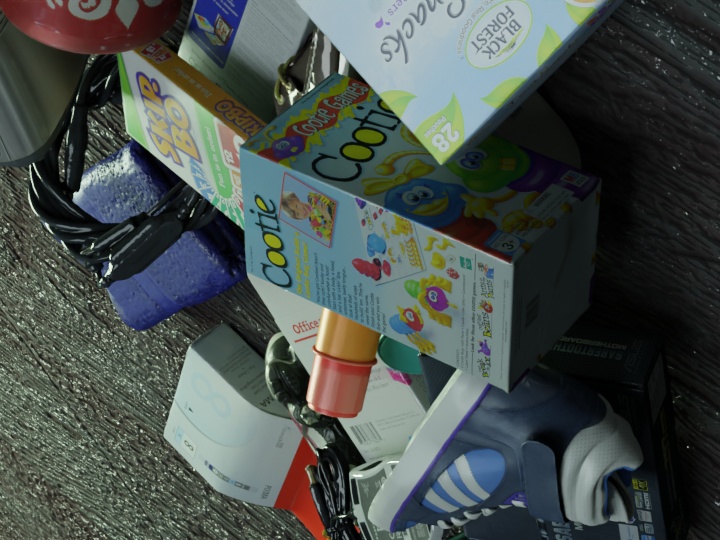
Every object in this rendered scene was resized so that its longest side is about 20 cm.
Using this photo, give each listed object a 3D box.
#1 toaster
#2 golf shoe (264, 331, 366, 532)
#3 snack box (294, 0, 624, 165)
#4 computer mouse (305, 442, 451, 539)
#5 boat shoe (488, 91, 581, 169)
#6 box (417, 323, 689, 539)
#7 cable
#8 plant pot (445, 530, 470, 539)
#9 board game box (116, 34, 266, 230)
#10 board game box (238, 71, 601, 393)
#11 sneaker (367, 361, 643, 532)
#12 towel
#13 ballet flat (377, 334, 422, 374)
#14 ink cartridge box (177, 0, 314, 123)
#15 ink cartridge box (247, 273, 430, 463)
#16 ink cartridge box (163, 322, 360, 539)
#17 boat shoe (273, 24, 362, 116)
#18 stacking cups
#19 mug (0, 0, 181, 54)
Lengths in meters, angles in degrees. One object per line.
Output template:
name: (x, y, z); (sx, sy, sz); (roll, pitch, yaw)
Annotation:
toaster: (-0.279, -0.182, 1.507); (0.113, 0.201, 0.129); (0, 139, 19)
golf shoe: (-0.008, 0.128, 1.593); (0.200, 0.077, 0.088); (59, 175, -17)
snack box: (0.046, -0.192, 1.149); (0.200, 0.068, 0.169); (47, 119, 5)
computer mouse: (0.024, 0.175, 1.467); (0.200, 0.044, 0.110); (-19, 85, 62)
boat shoe: (0.061, -0.122, 1.261); (0.200, 0.072, 0.068); (48, 144, -11)
box: (0.134, 0.117, 1.345); (0.157, 0.051, 0.201); (9, 137, 24)
cable: (-0.172, -0.094, 1.535); (0.200, 0.051, 0.164); (-42, 65, 24)
plant pot: (0.083, 0.287, 1.511); (0.161, 0.200, 0.200); (62, 148, 6)
board game box: (-0.113, -0.097, 1.418); (0.200, 0.030, 0.096); (41, 149, 32)
board game box: (0.036, -0.028, 1.228); (0.199, 0.103, 0.105); (24, 136, 26)
sneaker: (0.100, 0.140, 1.285); (0.146, 0.081, 0.200); (33, 136, 3)
towel: (-0.178, -0.033, 1.660); (0.148, 0.050, 0.200); (51, 147, -11)
ballet flat: (0.086, 0.015, 1.354); (0.070, 0.069, 0.200); (54, 140, -3)
ink cartridge box: (-0.071, -0.182, 1.392); (0.095, 0.037, 0.200); (45, 149, 13)
ink cartridge box: (0.014, 0.058, 1.482); (0.200, 0.068, 0.115); (57, 147, -8)
ink cartridge box: (-0.080, 0.161, 1.716); (0.200, 0.047, 0.160); (45, 146, 16)
boat shoe: (-0.032, -0.112, 1.366); (0.059, 0.072, 0.200); (15, 143, 6)
stacking cups: (0.000, 0.000, 1.367); (0.060, 0.060, 0.201); (24, 107, 36)
mug: (-0.197, -0.278, 1.373); (0.177, 0.133, 0.200); (37, 141, 20)
